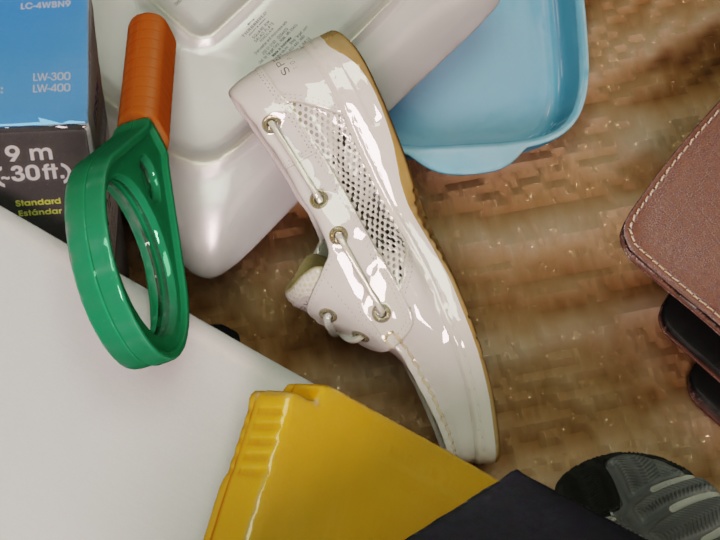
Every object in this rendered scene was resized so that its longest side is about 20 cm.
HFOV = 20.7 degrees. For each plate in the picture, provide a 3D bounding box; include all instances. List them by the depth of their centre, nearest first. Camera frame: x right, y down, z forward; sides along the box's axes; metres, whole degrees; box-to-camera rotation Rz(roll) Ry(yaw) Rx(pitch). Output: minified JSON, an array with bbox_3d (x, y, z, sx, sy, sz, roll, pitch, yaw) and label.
[{"bbox_3d":[-0.070,-0.128,0.902,0.200,0.032,0.200,42,77,14],"label":"plate"}]

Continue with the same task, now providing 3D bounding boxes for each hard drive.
[{"bbox_3d":[-0.113,0.064,0.770,0.200,0.027,0.132,30,65,-9],"label":"hard drive"}]

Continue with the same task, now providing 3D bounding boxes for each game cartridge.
[{"bbox_3d":[-0.003,0.162,0.778,0.032,0.176,0.200,-4,62,44],"label":"game cartridge"}]

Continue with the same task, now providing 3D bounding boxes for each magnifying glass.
[{"bbox_3d":[-0.090,-0.040,0.790,0.022,0.080,0.200,-16,39,13],"label":"magnifying glass"}]

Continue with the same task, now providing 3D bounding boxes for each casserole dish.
[{"bbox_3d":[0.043,-0.132,0.936,0.121,0.039,0.200,-3,72,-1],"label":"casserole dish"}]

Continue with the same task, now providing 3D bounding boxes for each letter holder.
[{"bbox_3d":[0.218,-0.024,0.867,0.142,0.101,0.200,42,76,15],"label":"letter holder"}]

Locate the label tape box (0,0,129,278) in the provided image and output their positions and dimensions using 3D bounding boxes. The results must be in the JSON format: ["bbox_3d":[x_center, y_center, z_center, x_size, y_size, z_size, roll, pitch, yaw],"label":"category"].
[{"bbox_3d":[-0.178,-0.047,0.820,0.143,0.200,0.066,-3,43,0],"label":"label tape box"}]

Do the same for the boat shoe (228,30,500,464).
[{"bbox_3d":[0.000,0.000,0.854,0.069,0.071,0.200,-24,94,-7],"label":"boat shoe"}]

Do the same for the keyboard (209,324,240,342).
[{"bbox_3d":[-0.147,0.065,0.806,0.200,0.040,0.104,-5,59,-2],"label":"keyboard"}]

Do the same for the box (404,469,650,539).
[{"bbox_3d":[0.027,0.206,0.660,0.117,0.197,0.200,24,35,35],"label":"box"}]

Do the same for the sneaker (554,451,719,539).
[{"bbox_3d":[0.144,0.168,0.814,0.075,0.116,0.200,-17,35,-22],"label":"sneaker"}]
